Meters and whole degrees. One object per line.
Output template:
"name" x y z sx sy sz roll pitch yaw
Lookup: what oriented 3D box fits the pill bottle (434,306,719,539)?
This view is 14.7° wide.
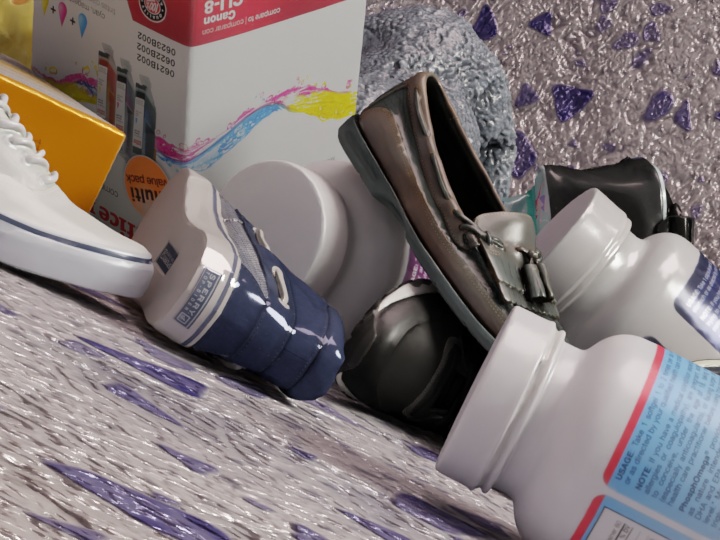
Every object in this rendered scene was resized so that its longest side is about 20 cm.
"pill bottle" 0.140 0.097 1.245 0.199 0.109 0.109 27 4 2

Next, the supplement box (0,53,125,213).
"supplement box" -0.229 -0.089 1.553 0.126 0.074 0.200 24 5 -28

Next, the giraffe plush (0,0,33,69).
"giraffe plush" -0.203 -0.141 2.027 0.200 0.172 0.162 36 18 -38

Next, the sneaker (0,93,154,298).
"sneaker" -0.185 -0.051 1.351 0.199 0.071 0.073 26 4 -3

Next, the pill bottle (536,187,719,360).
"pill bottle" 0.176 0.051 1.576 0.200 0.111 0.111 43 2 -6

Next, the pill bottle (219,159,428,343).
"pill bottle" 0.000 0.000 1.592 0.112 0.113 0.200 29 4 35

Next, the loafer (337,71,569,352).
"loafer" 0.059 -0.025 1.487 0.200 0.063 0.072 54 16 29

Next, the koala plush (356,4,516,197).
"koala plush" 0.009 -0.083 1.822 0.177 0.185 0.200 17 10 15

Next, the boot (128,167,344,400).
"boot" -0.065 0.012 1.415 0.090 0.073 0.200 32 10 -16

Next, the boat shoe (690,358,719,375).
"boat shoe" 0.152 0.091 1.459 0.199 0.075 0.062 -2 29 -33

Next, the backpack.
"backpack" 0.141 0.022 1.744 0.150 0.178 0.200 -4 -3 10

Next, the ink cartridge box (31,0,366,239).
"ink cartridge box" -0.098 -0.120 1.645 0.144 0.201 0.145 -22 39 -40

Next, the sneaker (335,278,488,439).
"sneaker" 0.066 0.064 1.497 0.087 0.076 0.200 35 7 31
